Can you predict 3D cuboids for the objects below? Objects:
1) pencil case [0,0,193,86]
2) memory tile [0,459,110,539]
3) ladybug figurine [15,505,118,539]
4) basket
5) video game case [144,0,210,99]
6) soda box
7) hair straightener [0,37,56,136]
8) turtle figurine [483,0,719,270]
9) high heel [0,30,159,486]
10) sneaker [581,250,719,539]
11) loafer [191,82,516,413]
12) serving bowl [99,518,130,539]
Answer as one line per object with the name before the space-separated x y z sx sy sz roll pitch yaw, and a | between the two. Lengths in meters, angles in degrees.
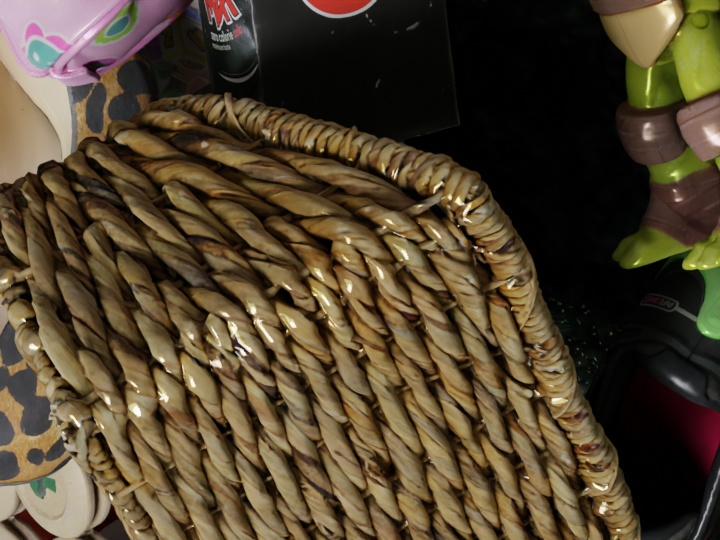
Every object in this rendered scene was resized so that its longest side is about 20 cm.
pencil case | -0.135 -0.156 1.012 0.200 0.087 0.087 49 139 4
memory tile | -0.143 0.098 1.171 0.153 0.017 0.201 5 113 48
ladybug figurine | -0.136 0.048 1.227 0.135 0.072 0.201 4 125 37
basket | -0.018 0.029 0.969 0.143 0.149 0.200 59 178 46
video game case | -0.073 -0.124 1.075 0.200 0.018 0.143 52 139 -9
soda box | -0.020 -0.138 0.944 0.063 0.071 0.201 -137 36 -61
hair straightener | -0.083 -0.027 1.149 0.200 0.041 0.077 47 176 -3
turtle figurine | 0.088 -0.084 0.943 0.200 0.064 0.162 -2 107 54
high heel | -0.134 -0.030 1.044 0.071 0.142 0.200 -18 104 53
sneaker | 0.096 0.075 1.053 0.077 0.084 0.200 28 137 18
loafer | 0.000 0.000 1.081 0.071 0.073 0.200 18 144 55
serving bowl | -0.027 0.151 1.211 0.199 0.066 0.200 12 142 10
